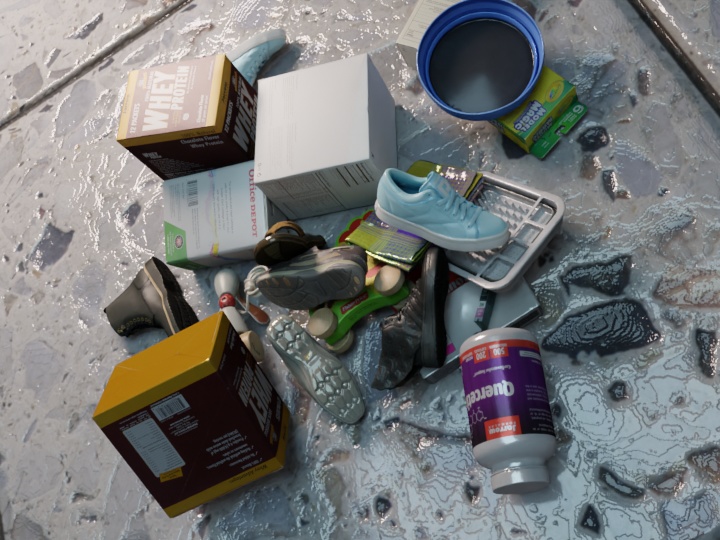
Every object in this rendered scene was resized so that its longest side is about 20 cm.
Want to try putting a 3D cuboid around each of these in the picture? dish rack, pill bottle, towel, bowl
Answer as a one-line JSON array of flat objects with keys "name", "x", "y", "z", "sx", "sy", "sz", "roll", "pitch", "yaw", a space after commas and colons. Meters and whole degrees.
[{"name": "dish rack", "x": 0.191, "y": -0.053, "z": 1.238, "sx": 0.172, "sy": 0.044, "sz": 0.199, "roll": -49, "pitch": 42, "yaw": -10}, {"name": "pill bottle", "x": 0.197, "y": 0.187, "z": 1.129, "sx": 0.110, "sy": 0.112, "sz": 0.204, "roll": -14, "pitch": 64, "yaw": 17}, {"name": "towel", "x": 0.082, "y": -0.091, "z": 1.281, "sx": 0.142, "sy": 0.023, "sz": 0.200, "roll": 22, "pitch": 60, "yaw": 40}, {"name": "bowl", "x": 0.186, "y": -0.325, "z": 1.317, "sx": 0.196, "sy": 0.039, "sz": 0.205, "roll": -4, "pitch": 72, "yaw": 12}]

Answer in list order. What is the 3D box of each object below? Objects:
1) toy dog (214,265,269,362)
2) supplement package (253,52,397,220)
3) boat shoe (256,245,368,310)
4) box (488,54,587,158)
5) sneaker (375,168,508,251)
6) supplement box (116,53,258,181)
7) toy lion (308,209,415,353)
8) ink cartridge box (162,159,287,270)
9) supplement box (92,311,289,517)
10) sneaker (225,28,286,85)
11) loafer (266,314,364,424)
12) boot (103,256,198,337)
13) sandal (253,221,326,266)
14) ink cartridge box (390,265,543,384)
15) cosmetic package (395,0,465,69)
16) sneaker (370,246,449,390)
[{"name": "toy dog", "x": -0.194, "y": 0.098, "z": 1.362, "sx": 0.129, "sy": 0.097, "sz": 0.203, "roll": -4, "pitch": 53, "yaw": 24}, {"name": "supplement package", "x": -0.053, "y": -0.212, "z": 1.379, "sx": 0.196, "sy": 0.147, "sz": 0.195, "roll": -9, "pitch": 66, "yaw": 19}, {"name": "boat shoe", "x": -0.068, "y": 0.007, "z": 1.280, "sx": 0.196, "sy": 0.075, "sz": 0.074, "roll": -6, "pitch": 38, "yaw": 32}, {"name": "box", "x": 0.249, "y": -0.273, "z": 1.334, "sx": 0.117, "sy": 0.048, "sz": 0.200, "roll": -46, "pitch": 61, "yaw": 0}, {"name": "sneaker", "x": 0.112, "y": -0.088, "z": 1.175, "sx": 0.196, "sy": 0.083, "sz": 0.074, "roll": 15, "pitch": 44, "yaw": 13}, {"name": "supplement box", "x": -0.274, "y": -0.244, "z": 1.456, "sx": 0.193, "sy": 0.200, "sz": 0.136, "roll": -4, "pitch": 67, "yaw": 21}, {"name": "toy lion", "x": 0.000, "y": 0.000, "z": 1.312, "sx": 0.198, "sy": 0.069, "sz": 0.194, "roll": -33, "pitch": 44, "yaw": 15}, {"name": "ink cartridge box", "x": -0.226, "y": -0.091, "z": 1.425, "sx": 0.196, "sy": 0.087, "sz": 0.149, "roll": -10, "pitch": 77, "yaw": 22}, {"name": "supplement box", "x": -0.236, "y": 0.209, "z": 1.229, "sx": 0.194, "sy": 0.202, "sz": 0.133, "roll": -26, "pitch": 24, "yaw": 11}, {"name": "sneaker", "x": -0.212, "y": -0.368, "z": 1.569, "sx": 0.198, "sy": 0.074, "sz": 0.083, "roll": -31, "pitch": 90, "yaw": 3}, {"name": "loafer", "x": -0.066, "y": 0.151, "z": 1.286, "sx": 0.070, "sy": 0.070, "sz": 0.201, "roll": -38, "pitch": 76, "yaw": -11}, {"name": "boot", "x": -0.356, "y": 0.091, "z": 1.436, "sx": 0.138, "sy": 0.077, "sz": 0.201, "roll": -41, "pitch": 46, "yaw": 7}, {"name": "sandal", "x": -0.111, "y": -0.048, "z": 1.307, "sx": 0.081, "sy": 0.199, "sz": 0.055, "roll": -27, "pitch": 85, "yaw": 21}, {"name": "ink cartridge box", "x": 0.143, "y": 0.040, "z": 1.254, "sx": 0.198, "sy": 0.044, "sz": 0.175, "roll": -33, "pitch": 62, "yaw": 8}, {"name": "cosmetic package", "x": 0.154, "y": -0.433, "z": 1.424, "sx": 0.102, "sy": 0.073, "sz": 0.203, "roll": 25, "pitch": 81, "yaw": 28}, {"name": "sneaker", "x": 0.069, "y": 0.069, "z": 1.206, "sx": 0.102, "sy": 0.060, "sz": 0.205, "roll": -1, "pitch": 86, "yaw": 28}]
